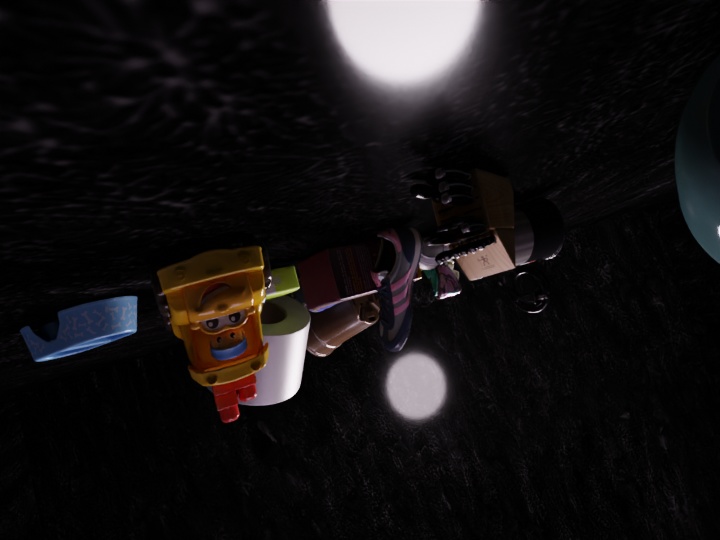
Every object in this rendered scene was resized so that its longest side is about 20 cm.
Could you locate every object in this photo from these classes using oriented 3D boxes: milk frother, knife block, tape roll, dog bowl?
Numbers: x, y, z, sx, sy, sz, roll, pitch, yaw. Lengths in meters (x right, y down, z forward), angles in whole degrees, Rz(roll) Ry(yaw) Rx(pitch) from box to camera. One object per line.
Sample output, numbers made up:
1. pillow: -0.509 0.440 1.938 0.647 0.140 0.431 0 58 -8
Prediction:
1. milk frother: 0.276 -0.012 0.999 0.182 0.207 0.180 -13 169 -24
2. knife block: 0.123 -0.086 0.618 0.062 0.205 0.177 -16 131 30
3. tape roll: -0.200 0.141 1.008 0.195 0.144 0.204 11 -163 -3
4. dog bowl: -0.406 0.087 0.769 0.195 0.051 0.110 -19 174 27

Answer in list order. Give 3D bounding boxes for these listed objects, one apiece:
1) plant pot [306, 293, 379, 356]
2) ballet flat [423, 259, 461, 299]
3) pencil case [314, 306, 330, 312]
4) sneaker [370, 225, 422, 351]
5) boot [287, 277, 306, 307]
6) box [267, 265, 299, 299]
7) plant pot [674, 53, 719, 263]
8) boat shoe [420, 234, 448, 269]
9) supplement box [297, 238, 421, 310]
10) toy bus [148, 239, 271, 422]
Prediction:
1. plant pot: -0.060 0.110 1.470 0.194 0.207 0.198 -26 171 30
2. ballet flat: 0.179 0.000 1.158 0.068 0.072 0.202 4 -152 -8
3. pencil case: -0.076 0.040 1.203 0.076 0.089 0.199 29 160 -14
4. sneaker: 0.044 0.030 0.853 0.080 0.209 0.069 2 -174 -37
5. boot: -0.181 0.063 1.144 0.150 0.076 0.201 -10 173 -35
6. box: -0.214 0.041 0.902 0.119 0.049 0.197 -20 175 39
7. plant pot: 0.323 -0.093 0.370 0.196 0.209 0.158 -19 163 37
8. boat shoe: 0.182 -0.054 1.103 0.194 0.074 0.069 -6 152 -37
9. supplement box: 0.000 0.000 0.935 0.195 0.089 0.109 -13 176 -39
10. toy bus: -0.164 0.078 0.625 0.131 0.200 0.200 -12 173 -19
